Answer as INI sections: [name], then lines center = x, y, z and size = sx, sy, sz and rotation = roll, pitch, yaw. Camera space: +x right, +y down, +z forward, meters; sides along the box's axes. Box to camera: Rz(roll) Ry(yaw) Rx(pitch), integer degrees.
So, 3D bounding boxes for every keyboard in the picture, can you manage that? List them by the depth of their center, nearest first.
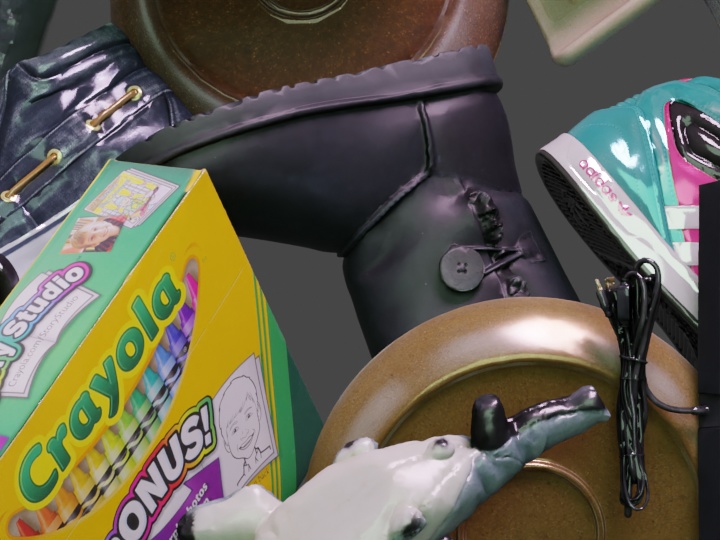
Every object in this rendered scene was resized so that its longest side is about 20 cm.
[keyboard]
center = 0.160, 0.060, 0.997
size = 0.126, 0.021, 0.201
rotation = 1, 85, -18

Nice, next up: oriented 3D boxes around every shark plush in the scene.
[shark plush]
center = 0.010, 0.104, 0.979
size = 0.200, 0.083, 0.091
rotation = -44, 52, -4

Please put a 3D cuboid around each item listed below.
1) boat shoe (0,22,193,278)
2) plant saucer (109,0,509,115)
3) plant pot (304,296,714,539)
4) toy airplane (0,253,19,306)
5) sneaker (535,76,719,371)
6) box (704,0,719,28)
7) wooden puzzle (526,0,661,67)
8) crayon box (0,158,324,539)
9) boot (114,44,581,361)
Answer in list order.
[boat shoe]
center = -0.169, -0.030, 1.099
size = 0.200, 0.071, 0.091
rotation = -36, 79, -13
[plant saucer]
center = -0.027, -0.143, 1.141
size = 0.199, 0.035, 0.201
rotation = -1, 73, 3
[plant pot]
center = 0.073, 0.112, 1.019
size = 0.199, 0.027, 0.201
rotation = 0, 99, 1
[toy airplane]
center = -0.257, -0.005, 0.971
size = 0.141, 0.200, 0.200
rotation = -42, 53, 27
[sneaker]
center = 0.186, -0.011, 1.066
size = 0.121, 0.084, 0.200
rotation = -38, 84, -7
[box]
center = 0.225, -0.228, 1.126
size = 0.199, 0.050, 0.199
rotation = -24, 68, -2
[wooden puzzle]
center = 0.122, -0.224, 1.094
size = 0.185, 0.037, 0.201
rotation = -35, 64, 29
[crayon box]
center = -0.104, 0.084, 0.976
size = 0.058, 0.173, 0.200
rotation = 10, 51, 30
[boot]
center = 0.000, 0.000, 1.050
size = 0.199, 0.076, 0.169
rotation = -15, 81, -20
